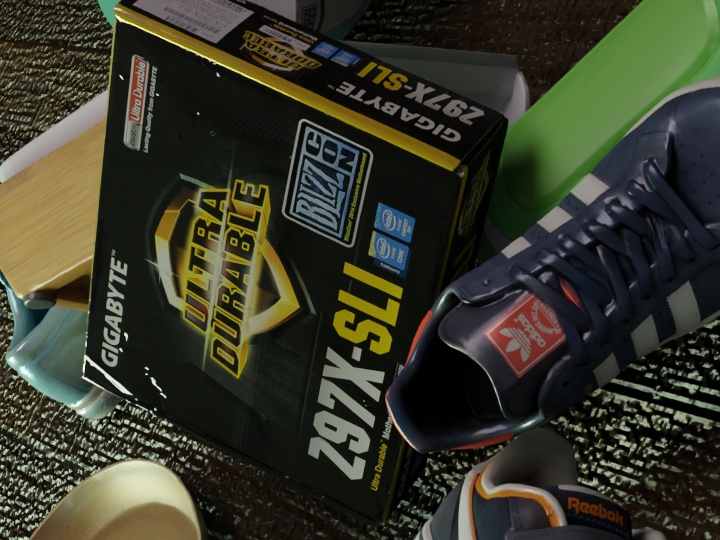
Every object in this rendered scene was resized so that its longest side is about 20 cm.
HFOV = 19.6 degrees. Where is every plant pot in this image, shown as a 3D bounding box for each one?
[{"bbox_3d":[-0.133,0.193,1.041,0.199,0.027,0.202,-33,43,36],"label":"plant pot"}]

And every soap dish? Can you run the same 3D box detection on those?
[{"bbox_3d":[-0.074,-0.036,1.027,0.199,0.156,0.082,-25,63,42],"label":"soap dish"}]

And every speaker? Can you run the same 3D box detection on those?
[{"bbox_3d":[0.123,-0.062,0.806,0.200,0.088,0.089,-43,35,44],"label":"speaker"}]

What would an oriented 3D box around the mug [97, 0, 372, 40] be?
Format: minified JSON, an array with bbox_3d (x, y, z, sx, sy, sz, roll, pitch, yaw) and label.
[{"bbox_3d":[-0.068,-0.169,1.113,0.152,0.114,0.185,-44,25,7],"label":"mug"}]

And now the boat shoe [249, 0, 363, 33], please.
[{"bbox_3d":[-0.077,-0.187,1.018,0.200,0.065,0.072,43,132,20],"label":"boat shoe"}]

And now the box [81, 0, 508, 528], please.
[{"bbox_3d":[-0.034,-0.006,0.868,0.049,0.159,0.201,-50,-21,-47],"label":"box"}]

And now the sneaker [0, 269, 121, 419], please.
[{"bbox_3d":[-0.167,-0.015,1.193,0.074,0.082,0.201,-38,39,29],"label":"sneaker"}]

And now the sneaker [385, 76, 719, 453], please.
[{"bbox_3d":[0.081,0.009,0.752,0.075,0.084,0.200,51,132,11],"label":"sneaker"}]

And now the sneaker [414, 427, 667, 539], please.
[{"bbox_3d":[0.076,0.130,0.755,0.080,0.078,0.200,-56,31,17],"label":"sneaker"}]

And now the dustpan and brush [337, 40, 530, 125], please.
[{"bbox_3d":[0.000,0.000,0.944,0.057,0.138,0.201,53,133,45],"label":"dustpan and brush"}]
